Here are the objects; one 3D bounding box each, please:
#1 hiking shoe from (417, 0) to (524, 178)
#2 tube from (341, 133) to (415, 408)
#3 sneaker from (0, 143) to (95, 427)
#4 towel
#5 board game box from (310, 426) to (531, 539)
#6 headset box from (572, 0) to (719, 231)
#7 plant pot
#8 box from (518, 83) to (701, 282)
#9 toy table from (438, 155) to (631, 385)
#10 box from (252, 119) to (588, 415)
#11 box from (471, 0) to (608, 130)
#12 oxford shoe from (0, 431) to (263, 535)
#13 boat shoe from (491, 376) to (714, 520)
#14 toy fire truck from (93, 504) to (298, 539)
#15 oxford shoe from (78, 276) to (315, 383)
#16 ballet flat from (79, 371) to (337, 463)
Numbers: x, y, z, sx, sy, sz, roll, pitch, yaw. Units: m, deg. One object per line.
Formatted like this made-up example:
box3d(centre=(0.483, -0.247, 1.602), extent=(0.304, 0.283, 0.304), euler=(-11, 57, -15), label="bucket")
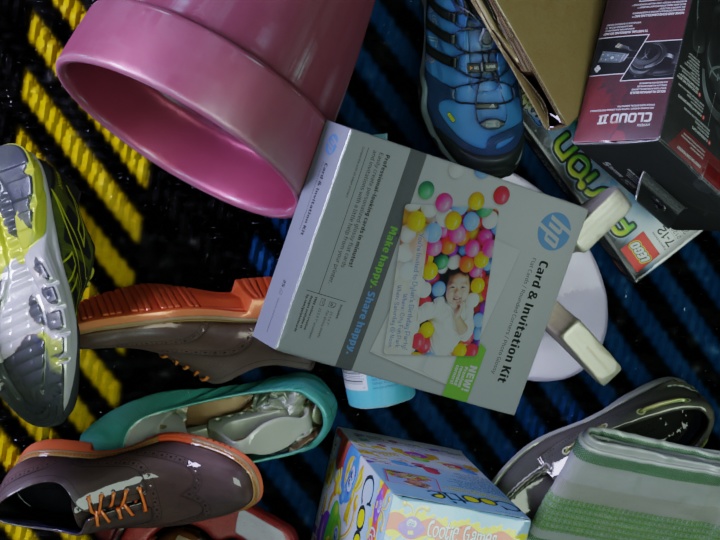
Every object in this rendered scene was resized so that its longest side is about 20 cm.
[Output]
box3d(centre=(0.076, -0.163, 1.643), extent=(0.074, 0.087, 0.201), euler=(-8, 71, -7), label="hiking shoe")
box3d(centre=(0.000, 0.000, 1.708), extent=(0.077, 0.050, 0.201), euler=(-4, 102, 24), label="tube")
box3d(centre=(-0.214, 0.010, 1.623), extent=(0.074, 0.085, 0.201), euler=(-14, 76, 30), label="sneaker")
box3d(centre=(0.194, 0.200, 1.746), extent=(0.149, 0.031, 0.200), euler=(13, 129, -15), label="towel")
box3d(centre=(0.038, 0.193, 1.672), extent=(0.105, 0.200, 0.103), euler=(12, 97, -13), label="board game box")
box3d(centre=(0.234, -0.130, 1.656), extent=(0.149, 0.077, 0.200), euler=(34, 65, -45), label="headset box")
box3d(centre=(-0.082, -0.162, 1.606), extent=(0.200, 0.200, 0.179), euler=(34, 75, -15), label="plant pot")
box3d(centre=(0.188, -0.102, 1.739), extent=(0.110, 0.035, 0.200), euler=(-39, 104, -3), label="box")
box3d(centre=(0.115, 0.004, 1.701), extent=(0.200, 0.117, 0.184), euler=(35, 91, -14), label="toy table")
box3d(centre=(0.042, 0.001, 1.579), extent=(0.200, 0.041, 0.156), euler=(17, 95, -31), label="box")
box3d(centre=(0.146, -0.213, 1.655), extent=(0.164, 0.021, 0.200), euler=(59, 44, -14), label="box")
box3d(centre=(-0.165, 0.162, 1.645), extent=(0.199, 0.073, 0.071), euler=(-5, 113, 23), label="oxford shoe")
box3d(centre=(0.178, 0.150, 1.766), extent=(0.201, 0.060, 0.072), euler=(-32, 104, -5), label="boat shoe")
box3d(centre=(-0.142, 0.251, 1.702), extent=(0.168, 0.112, 0.200), euler=(28, 92, 4), label="toy fire truck")
box3d(centre=(-0.124, 0.050, 1.685), extent=(0.199, 0.071, 0.073), euler=(-2, 108, -9), label="oxford shoe")
box3d(centre=(-0.112, 0.119, 1.696), extent=(0.200, 0.070, 0.068), euler=(-14, 102, -9), label="ballet flat")
